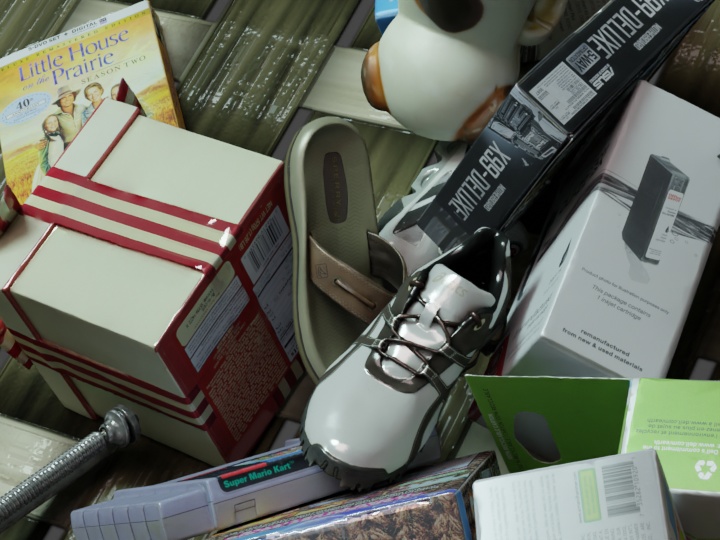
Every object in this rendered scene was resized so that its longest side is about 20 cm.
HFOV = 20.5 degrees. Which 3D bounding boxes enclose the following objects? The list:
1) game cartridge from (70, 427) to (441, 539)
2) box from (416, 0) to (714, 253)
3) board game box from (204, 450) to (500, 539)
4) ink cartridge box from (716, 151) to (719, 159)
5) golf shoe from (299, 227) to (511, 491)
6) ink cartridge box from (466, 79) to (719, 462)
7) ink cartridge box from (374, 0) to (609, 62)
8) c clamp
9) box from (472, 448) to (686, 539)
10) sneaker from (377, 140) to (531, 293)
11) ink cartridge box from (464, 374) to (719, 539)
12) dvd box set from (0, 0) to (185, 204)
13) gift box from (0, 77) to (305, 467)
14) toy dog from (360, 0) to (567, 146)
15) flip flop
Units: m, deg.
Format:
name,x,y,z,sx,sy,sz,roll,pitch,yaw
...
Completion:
name,x,y,z,sx,sy,sz,roll,pitch,yaw
game cartridge,-0.062,0.129,1.213,0.199,0.129,0.039,-14,85,-34
box,0.135,-0.107,1.293,0.050,0.158,0.200,42,51,6
board game box,0.003,0.178,1.141,0.158,0.200,0.098,-14,89,11
ink cartridge box,0.351,-0.064,1.208,0.200,0.084,0.176,47,74,-5
golf shoe,0.029,0.044,1.183,0.077,0.095,0.200,29,45,10
ink cartridge box,0.155,0.004,1.249,0.083,0.144,0.201,27,62,-3
ink cartridge box,0.116,-0.233,1.486,0.198,0.085,0.147,-7,53,14
c clamp,-0.208,0.143,1.276,0.027,0.171,0.200,51,49,4
box,0.136,0.201,1.085,0.100,0.201,0.113,-12,53,12
sneaker,0.065,-0.018,1.353,0.088,0.074,0.201,16,62,31
ink cartridge box,0.166,0.130,1.161,0.198,0.148,0.076,0,56,21
dvd box set,-0.210,-0.111,1.550,0.145,0.029,0.201,-20,51,5
gift box,-0.140,-0.006,1.344,0.185,0.201,0.185,18,57,31
toy dog,0.077,-0.182,1.334,0.138,0.202,0.194,16,33,3
flip flop,0.000,0.000,1.272,0.057,0.081,0.202,-9,88,50
